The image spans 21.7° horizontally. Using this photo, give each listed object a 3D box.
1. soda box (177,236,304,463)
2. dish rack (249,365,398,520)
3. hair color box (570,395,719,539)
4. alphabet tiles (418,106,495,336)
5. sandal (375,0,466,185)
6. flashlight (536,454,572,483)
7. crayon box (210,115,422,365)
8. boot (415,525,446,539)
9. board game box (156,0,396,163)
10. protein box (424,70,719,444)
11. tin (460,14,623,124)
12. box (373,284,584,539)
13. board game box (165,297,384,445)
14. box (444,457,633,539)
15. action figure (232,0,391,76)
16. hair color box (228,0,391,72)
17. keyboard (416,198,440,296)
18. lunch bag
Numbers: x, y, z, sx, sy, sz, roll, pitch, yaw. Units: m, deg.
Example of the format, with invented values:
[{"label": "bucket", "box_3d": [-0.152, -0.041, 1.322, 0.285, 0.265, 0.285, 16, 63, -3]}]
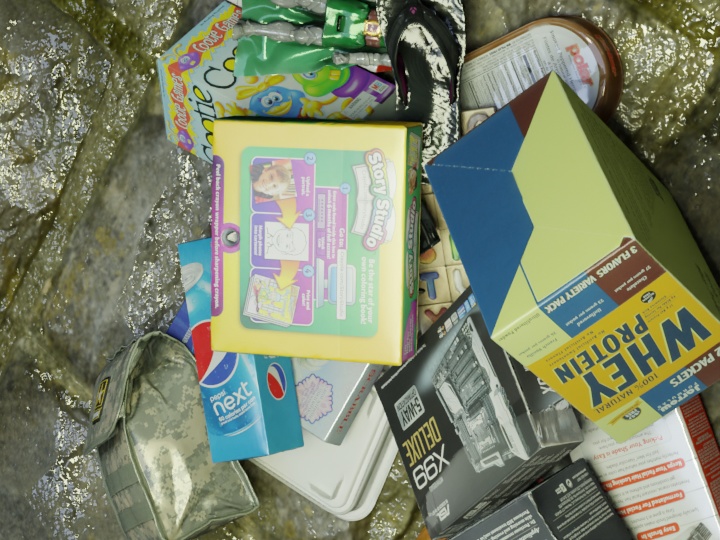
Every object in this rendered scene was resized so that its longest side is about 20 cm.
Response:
[{"label": "soda box", "box_3d": [-0.108, 0.068, 1.695, 0.064, 0.068, 0.201, -11, 87, 27]}, {"label": "dish rack", "box_3d": [-0.055, 0.131, 1.796, 0.199, 0.043, 0.173, 31, 111, 24]}, {"label": "hair color box", "box_3d": [0.245, 0.161, 1.607, 0.110, 0.064, 0.201, -21, 84, 29]}, {"label": "alphabet tiles", "box_3d": [0.086, -0.039, 1.656, 0.165, 0.006, 0.201, -7, 103, 14]}, {"label": "sandal", "box_3d": [0.056, -0.172, 1.598, 0.075, 0.048, 0.202, -6, 102, 4]}, {"label": "flashlight", "box_3d": [0.170, 0.198, 1.664, 0.068, 0.068, 0.201, -19, 90, -7]}, {"label": "crayon box", "box_3d": [-0.038, -0.028, 1.596, 0.171, 0.058, 0.202, 4, 98, 15]}, {"label": "boot", "box_3d": [0.136, 0.295, 1.697, 0.200, 0.071, 0.145, 30, 96, 9]}, {"label": "board game box", "box_3d": [-0.075, -0.144, 1.714, 0.199, 0.105, 0.103, 28, 146, 24]}, {"label": "protein box", "box_3d": [0.180, -0.008, 1.498, 0.135, 0.200, 0.199, -35, 45, 17]}, {"label": "tin", "box_3d": [0.136, -0.149, 1.653, 0.199, 0.042, 0.113, -24, 89, 30]}, {"label": "box", "box_3d": [0.098, 0.121, 1.626, 0.200, 0.049, 0.159, -48, 55, 50]}, {"label": "board game box", "box_3d": [-0.054, 0.026, 1.750, 0.199, 0.041, 0.201, 30, 93, 23]}, {"label": "box", "box_3d": [0.142, 0.290, 1.575, 0.200, 0.104, 0.183, -36, 81, 34]}, {"label": "action figure", "box_3d": [-0.010, -0.216, 1.641, 0.199, 0.055, 0.119, 8, 104, 5]}, {"label": "hair color box", "box_3d": [-0.035, -0.272, 1.719, 0.199, 0.064, 0.111, 28, 110, 22]}, {"label": "keyboard", "box_3d": [0.000, 0.000, 1.671, 0.200, 0.039, 0.105, -34, 72, 39]}, {"label": "lunch bag", "box_3d": [-0.197, 0.164, 1.803, 0.201, 0.117, 0.164, 68, 157, 5]}]
